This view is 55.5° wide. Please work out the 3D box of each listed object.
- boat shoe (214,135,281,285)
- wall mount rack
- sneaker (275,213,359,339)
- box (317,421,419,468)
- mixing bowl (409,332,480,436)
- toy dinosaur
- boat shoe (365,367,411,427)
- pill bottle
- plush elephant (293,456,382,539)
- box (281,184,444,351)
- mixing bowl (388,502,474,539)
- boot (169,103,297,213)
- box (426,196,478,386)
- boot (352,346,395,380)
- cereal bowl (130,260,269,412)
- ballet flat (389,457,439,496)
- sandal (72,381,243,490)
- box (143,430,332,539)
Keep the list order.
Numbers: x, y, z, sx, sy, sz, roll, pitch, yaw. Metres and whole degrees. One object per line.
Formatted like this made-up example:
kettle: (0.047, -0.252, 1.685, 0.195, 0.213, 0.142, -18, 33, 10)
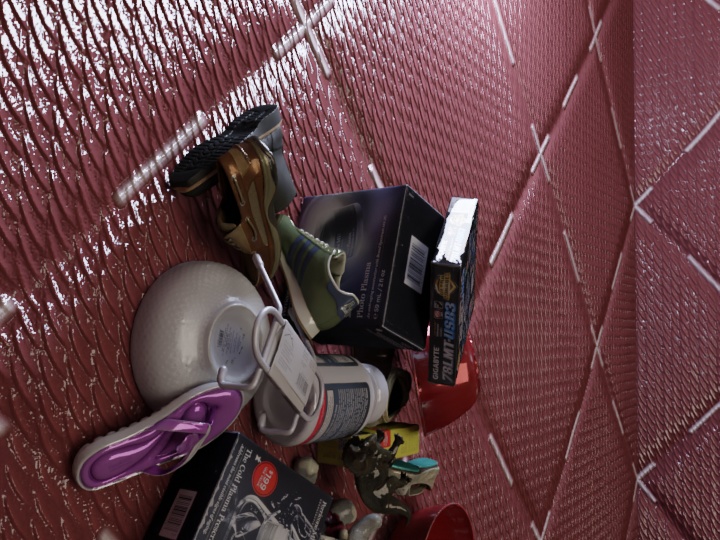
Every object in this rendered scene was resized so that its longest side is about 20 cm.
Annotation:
boat shoe: (-0.146, -0.067, 0.848, 0.073, 0.075, 0.205, -24, 134, -30)
wall mount rack: (-0.100, 0.088, 0.819, 0.202, 0.072, 0.178, 64, 34, -49)
sneaker: (-0.060, -0.008, 0.927, 0.068, 0.088, 0.204, 61, 6, -54)
box: (0.017, 0.280, 1.113, 0.197, 0.074, 0.052, 10, 81, -52)
mixing bowl: (0.140, 0.166, 1.150, 0.200, 0.105, 0.207, -10, 90, -87)
toy dinosaur: (0.023, 0.304, 1.017, 0.101, 0.076, 0.205, -32, 122, -35)
boat shoe: (0.054, 0.214, 1.158, 0.199, 0.061, 0.076, -11, 96, -65)
pill bottle: (-0.048, 0.183, 0.988, 0.198, 0.117, 0.124, 10, 80, -53)
plush elephant: (-0.038, 0.387, 0.961, 0.202, 0.151, 0.167, -57, 131, -39)
box: (0.000, 0.000, 0.996, 0.122, 0.194, 0.206, 30, 65, -48)
mixing bowl: (0.111, 0.508, 1.204, 0.198, 0.106, 0.208, 5, 84, -54)
boot: (-0.151, -0.113, 0.903, 0.200, 0.076, 0.142, -46, 132, -39)
box: (0.138, 0.027, 1.007, 0.200, 0.048, 0.205, -61, 153, -54)
boot: (0.041, 0.071, 1.084, 0.070, 0.167, 0.206, 11, 62, -10)
cereal bowl: (-0.178, 0.090, 0.843, 0.198, 0.081, 0.208, 1, 89, -54)
ballet flat: (0.083, 0.369, 1.211, 0.198, 0.066, 0.064, 20, 82, -52)
sandal: (-0.214, 0.194, 0.760, 0.199, 0.050, 0.084, -24, 131, -26)
box: (-0.153, 0.328, 0.828, 0.182, 0.102, 0.204, 44, 54, -33)
